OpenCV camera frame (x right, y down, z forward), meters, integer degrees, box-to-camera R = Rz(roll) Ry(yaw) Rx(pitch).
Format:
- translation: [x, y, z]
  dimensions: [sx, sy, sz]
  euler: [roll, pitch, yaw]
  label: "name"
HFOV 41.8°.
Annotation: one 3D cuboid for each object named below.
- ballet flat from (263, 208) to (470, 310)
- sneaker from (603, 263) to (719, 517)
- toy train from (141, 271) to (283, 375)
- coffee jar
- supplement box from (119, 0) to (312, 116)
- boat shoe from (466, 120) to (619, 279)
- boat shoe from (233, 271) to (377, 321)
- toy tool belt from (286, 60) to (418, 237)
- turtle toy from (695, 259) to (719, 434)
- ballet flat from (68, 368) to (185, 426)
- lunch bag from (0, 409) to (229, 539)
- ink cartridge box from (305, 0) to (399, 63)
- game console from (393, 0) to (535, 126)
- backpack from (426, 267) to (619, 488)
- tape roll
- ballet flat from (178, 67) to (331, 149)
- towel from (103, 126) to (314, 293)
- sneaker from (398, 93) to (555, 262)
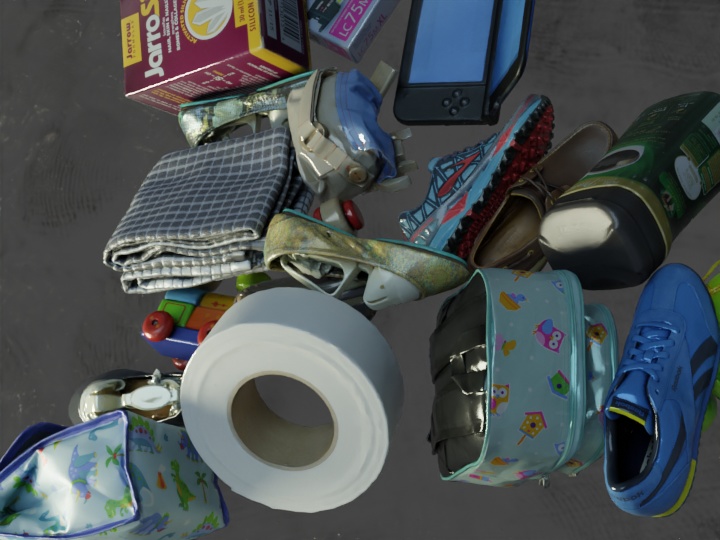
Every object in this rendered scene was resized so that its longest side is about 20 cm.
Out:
- translation: [0.000, 0.000, 0.858]
  dimensions: [0.198, 0.071, 0.072]
  euler: [16, 79, 18]
  label: "ballet flat"
- translation: [0.222, 0.081, 0.708]
  dimensions: [0.065, 0.078, 0.203]
  euler: [0, 67, 40]
  label: "sneaker"
- translation: [-0.121, 0.049, 0.984]
  dimensions: [0.198, 0.085, 0.117]
  euler: [8, 62, 25]
  label: "toy train"
- translation: [0.241, -0.066, 0.800]
  dimensions: [0.200, 0.086, 0.104]
  euler: [-41, 18, -30]
  label: "coffee jar"
- translation: [-0.165, -0.271, 1.069]
  dimensions: [0.198, 0.103, 0.133]
  euler: [-12, 79, 29]
  label: "supplement box"
- translation: [0.174, -0.061, 0.892]
  dimensions: [0.072, 0.068, 0.201]
  euler: [40, 91, 29]
  label: "boat shoe"
- translation: [-0.025, 0.035, 0.930]
  dimensions: [0.197, 0.075, 0.074]
  euler: [-13, 106, -9]
  label: "boat shoe"
- translation: [0.000, -0.124, 0.955]
  dimensions: [0.122, 0.125, 0.202]
  euler: [-25, 51, 14]
  label: "toy tool belt"
- translation: [0.311, 0.067, 0.768]
  dimensions: [0.199, 0.101, 0.147]
  euler: [-32, 48, 13]
  label: "turtle toy"
- translation: [-0.246, 0.138, 1.007]
  dimensions: [0.197, 0.073, 0.074]
  euler: [-6, 70, 22]
  label: "ballet flat"
- translation: [-0.257, 0.219, 0.927]
  dimensions: [0.198, 0.170, 0.129]
  euler: [-22, 65, 17]
  label: "lunch bag"
- translation: [-0.048, -0.334, 1.102]
  dimensions: [0.199, 0.042, 0.120]
  euler: [33, 87, 31]
  label: "ink cartridge box"
- translation: [0.109, -0.263, 0.962]
  dimensions: [0.169, 0.118, 0.203]
  euler: [3, 73, 24]
  label: "game console"
- translation: [0.133, 0.088, 0.784]
  dimensions: [0.151, 0.200, 0.178]
  euler: [4, 72, 3]
  label: "backpack"
- translation: [-0.062, 0.121, 0.867]
  dimensions: [0.199, 0.071, 0.205]
  euler: [6, 117, 12]
  label: "tape roll"
- translation: [-0.112, -0.174, 1.068]
  dimensions: [0.197, 0.074, 0.075]
  euler: [-10, 68, 22]
  label: "ballet flat"
- translation: [-0.154, -0.064, 0.987]
  dimensions: [0.197, 0.086, 0.167]
  euler: [-9, 38, 21]
  label: "towel"
- translation: [0.109, -0.100, 0.929]
  dimensions: [0.095, 0.079, 0.201]
  euler: [37, 89, 31]
  label: "sneaker"
